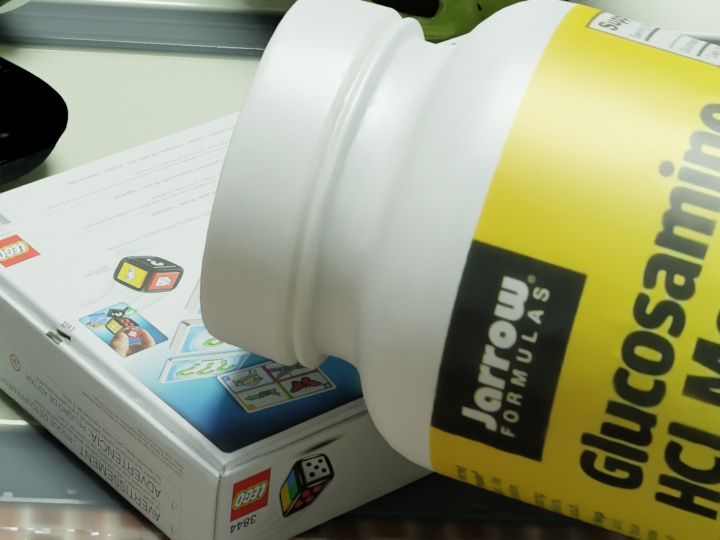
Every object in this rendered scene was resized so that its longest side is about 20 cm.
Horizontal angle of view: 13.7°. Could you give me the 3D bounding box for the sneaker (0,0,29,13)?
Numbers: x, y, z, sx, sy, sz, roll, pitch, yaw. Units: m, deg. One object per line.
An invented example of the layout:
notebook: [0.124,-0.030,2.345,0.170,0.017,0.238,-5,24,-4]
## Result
sneaker: [-0.141,-0.142,0.952,0.087,0.075,0.200,-8,36,-31]

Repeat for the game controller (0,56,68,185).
game controller: [-0.180,-0.066,0.852,0.199,0.042,0.104,27,38,27]

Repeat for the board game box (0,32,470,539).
board game box: [0.000,0.000,0.791,0.199,0.035,0.126,-21,43,-36]

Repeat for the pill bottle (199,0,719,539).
pill bottle: [0.070,0.005,0.678,0.199,0.113,0.113,17,34,11]

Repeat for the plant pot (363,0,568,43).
plant pot: [0.011,-0.179,0.952,0.199,0.201,0.191,-5,46,-18]
